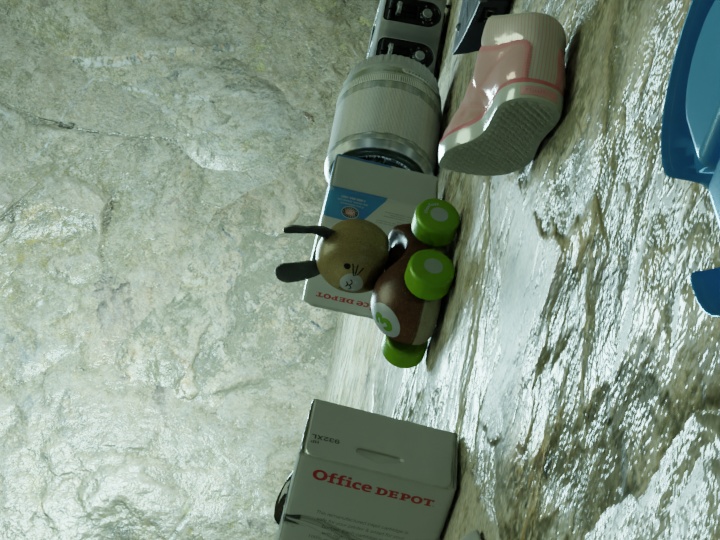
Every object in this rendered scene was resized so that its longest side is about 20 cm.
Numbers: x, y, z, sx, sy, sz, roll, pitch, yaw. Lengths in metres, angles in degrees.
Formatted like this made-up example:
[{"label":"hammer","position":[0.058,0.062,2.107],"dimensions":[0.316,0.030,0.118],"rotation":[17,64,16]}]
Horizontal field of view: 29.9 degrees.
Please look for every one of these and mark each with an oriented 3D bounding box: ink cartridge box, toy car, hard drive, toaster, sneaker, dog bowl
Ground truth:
[{"label":"ink cartridge box","position":[0.013,-0.041,1.833],"dimensions":[0.084,0.144,0.201],"rotation":[-83,7,-52]},{"label":"toy car","position":[0.000,0.000,1.590],"dimensions":[0.165,0.198,0.159],"rotation":[107,174,-49]},{"label":"hard drive","position":[0.152,-0.341,1.620],"dimensions":[0.200,0.042,0.136],"rotation":[121,160,-80]},{"label":"toaster","position":[0.072,-0.367,2.324],"dimensions":[0.200,0.118,0.182],"rotation":[112,170,-69]},{"label":"sneaker","position":[0.125,-0.154,1.168],"dimensions":[0.200,0.075,0.105],"rotation":[134,145,-68]},{"label":"dog bowl","position":[0.163,-0.059,0.519],"dimensions":[0.201,0.049,0.112],"rotation":[-85,8,-56]},{"label":"ink cartridge box","position":[-0.001,0.234,1.273],"dimensions":[0.084,0.144,0.201],"rotation":[-79,4,-56]}]

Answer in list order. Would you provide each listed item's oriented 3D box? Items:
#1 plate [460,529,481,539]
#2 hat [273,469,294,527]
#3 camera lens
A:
[{"label":"plate","position":[0.059,0.315,0.988],"dimensions":[0.200,0.032,0.202],"rotation":[-92,15,-77]},{"label":"hat","position":[-0.035,0.241,1.448],"dimensions":[0.200,0.081,0.201],"rotation":[-34,-30,-23]},{"label":"camera lens","position":[0.036,-0.195,1.979],"dimensions":[0.160,0.159,0.201],"rotation":[108,174,-54]}]
